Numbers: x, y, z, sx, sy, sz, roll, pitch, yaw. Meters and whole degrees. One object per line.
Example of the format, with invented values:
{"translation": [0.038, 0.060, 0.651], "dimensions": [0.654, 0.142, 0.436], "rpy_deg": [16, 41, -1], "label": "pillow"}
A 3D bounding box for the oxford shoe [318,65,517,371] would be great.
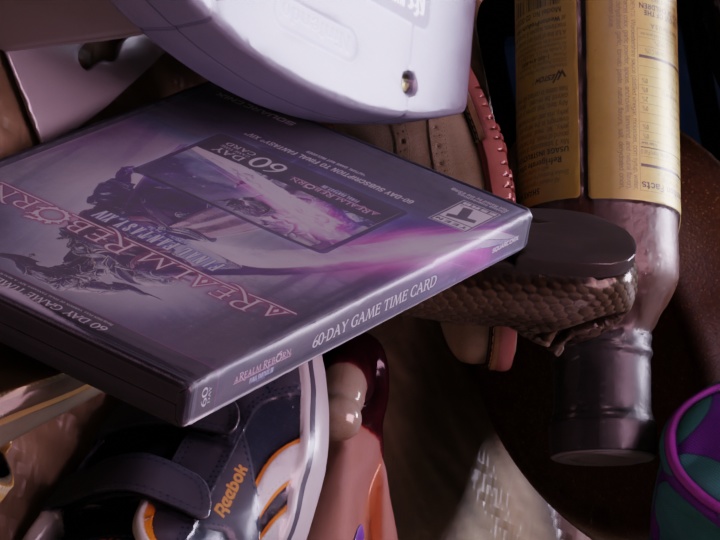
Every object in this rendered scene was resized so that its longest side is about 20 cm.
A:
{"translation": [0.014, -0.052, 1.140], "dimensions": [0.071, 0.073, 0.201], "rpy_deg": [96, -19, -68], "label": "oxford shoe"}

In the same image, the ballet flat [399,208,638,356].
{"translation": [0.000, 0.000, 1.064], "dimensions": [0.067, 0.199, 0.047], "rpy_deg": [-96, -167, -61], "label": "ballet flat"}

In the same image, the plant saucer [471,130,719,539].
{"translation": [0.102, 0.034, 1.207], "dimensions": [0.037, 0.200, 0.202], "rpy_deg": [-20, 104, -36], "label": "plant saucer"}

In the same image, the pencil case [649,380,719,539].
{"translation": [0.146, 0.135, 1.139], "dimensions": [0.093, 0.085, 0.201], "rpy_deg": [-92, -177, -51], "label": "pencil case"}

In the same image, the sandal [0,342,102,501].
{"translation": [-0.141, 0.063, 0.917], "dimensions": [0.200, 0.080, 0.054], "rpy_deg": [-41, 136, -50], "label": "sandal"}

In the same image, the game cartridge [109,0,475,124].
{"translation": [-0.024, -0.125, 1.033], "dimensions": [0.200, 0.041, 0.134], "rpy_deg": [23, 65, -53], "label": "game cartridge"}

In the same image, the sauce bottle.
{"translation": [0.089, -0.028, 1.126], "dimensions": [0.065, 0.064, 0.201], "rpy_deg": [19, 69, -55], "label": "sauce bottle"}

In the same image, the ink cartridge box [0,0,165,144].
{"translation": [-0.090, -0.155, 1.029], "dimensions": [0.116, 0.066, 0.201], "rpy_deg": [-48, 126, -49], "label": "ink cartridge box"}

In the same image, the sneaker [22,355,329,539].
{"translation": [-0.065, 0.084, 1.027], "dimensions": [0.079, 0.078, 0.201], "rpy_deg": [35, 50, -39], "label": "sneaker"}

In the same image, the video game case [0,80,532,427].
{"translation": [-0.054, -0.012, 0.991], "dimensions": [0.200, 0.142, 0.019], "rpy_deg": [-25, 132, -52], "label": "video game case"}

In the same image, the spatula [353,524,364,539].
{"translation": [-0.028, 0.168, 1.026], "dimensions": [0.057, 0.020, 0.201], "rpy_deg": [-73, -174, -53], "label": "spatula"}

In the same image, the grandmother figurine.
{"translation": [-0.007, 0.070, 1.116], "dimensions": [0.060, 0.121, 0.201], "rpy_deg": [10, 59, -13], "label": "grandmother figurine"}

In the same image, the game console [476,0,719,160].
{"translation": [0.119, -0.019, 1.237], "dimensions": [0.176, 0.116, 0.201], "rpy_deg": [-75, 153, -77], "label": "game console"}
